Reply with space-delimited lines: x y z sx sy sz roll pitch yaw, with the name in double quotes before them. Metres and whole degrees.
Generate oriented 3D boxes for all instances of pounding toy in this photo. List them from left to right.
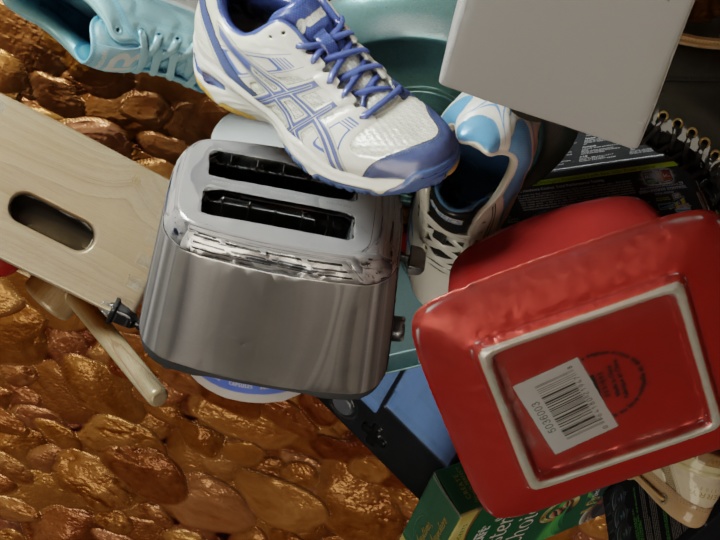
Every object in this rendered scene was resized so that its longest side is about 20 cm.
"pounding toy" -0.204 -0.014 1.506 0.199 0.143 0.184 27 175 -8

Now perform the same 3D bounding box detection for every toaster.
"toaster" -0.061 -0.004 1.373 0.199 0.114 0.130 11 134 -3

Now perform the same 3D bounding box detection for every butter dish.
"butter dish" 0.136 0.028 1.340 0.199 0.148 0.200 -20 130 5

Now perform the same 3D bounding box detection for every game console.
"game console" 0.033 0.071 1.585 0.177 0.031 0.200 48 143 16

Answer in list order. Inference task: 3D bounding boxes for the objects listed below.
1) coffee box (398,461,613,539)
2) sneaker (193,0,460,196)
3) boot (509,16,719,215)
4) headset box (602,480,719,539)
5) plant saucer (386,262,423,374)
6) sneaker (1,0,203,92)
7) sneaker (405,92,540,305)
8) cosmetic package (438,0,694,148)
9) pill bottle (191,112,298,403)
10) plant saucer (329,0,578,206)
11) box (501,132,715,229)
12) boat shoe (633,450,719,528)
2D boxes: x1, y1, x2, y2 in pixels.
"coffee box" 0.129 0.168 1.618 0.044 0.199 0.123 58 148 25
"sneaker" -0.027 -0.117 1.280 0.199 0.075 0.088 29 140 26
"boot" 0.190 -0.076 1.272 0.199 0.139 0.077 -10 165 -16
"headset box" 0.297 0.177 1.580 0.173 0.093 0.200 10 145 -22
"plant saucer" 0.000 0.000 1.464 0.070 0.019 0.200 -13 134 17
"sneaker" -0.154 -0.154 1.436 0.199 0.082 0.074 27 141 -9
"sneaker" 0.060 -0.039 1.356 0.072 0.072 0.200 32 140 14
"cosmetic package" 0.137 -0.214 1.151 0.122 0.200 0.200 17 137 3
"pill bottle" -0.068 -0.012 1.528 0.113 0.114 0.201 14 131 6
"plant saucer" 0.042 -0.102 1.371 0.199 0.028 0.201 7 142 6
"box" 0.159 -0.025 1.479 0.199 0.044 0.161 -8 131 27
"boat shoe" 0.189 0.116 1.523 0.071 0.200 0.065 11 106 -28
